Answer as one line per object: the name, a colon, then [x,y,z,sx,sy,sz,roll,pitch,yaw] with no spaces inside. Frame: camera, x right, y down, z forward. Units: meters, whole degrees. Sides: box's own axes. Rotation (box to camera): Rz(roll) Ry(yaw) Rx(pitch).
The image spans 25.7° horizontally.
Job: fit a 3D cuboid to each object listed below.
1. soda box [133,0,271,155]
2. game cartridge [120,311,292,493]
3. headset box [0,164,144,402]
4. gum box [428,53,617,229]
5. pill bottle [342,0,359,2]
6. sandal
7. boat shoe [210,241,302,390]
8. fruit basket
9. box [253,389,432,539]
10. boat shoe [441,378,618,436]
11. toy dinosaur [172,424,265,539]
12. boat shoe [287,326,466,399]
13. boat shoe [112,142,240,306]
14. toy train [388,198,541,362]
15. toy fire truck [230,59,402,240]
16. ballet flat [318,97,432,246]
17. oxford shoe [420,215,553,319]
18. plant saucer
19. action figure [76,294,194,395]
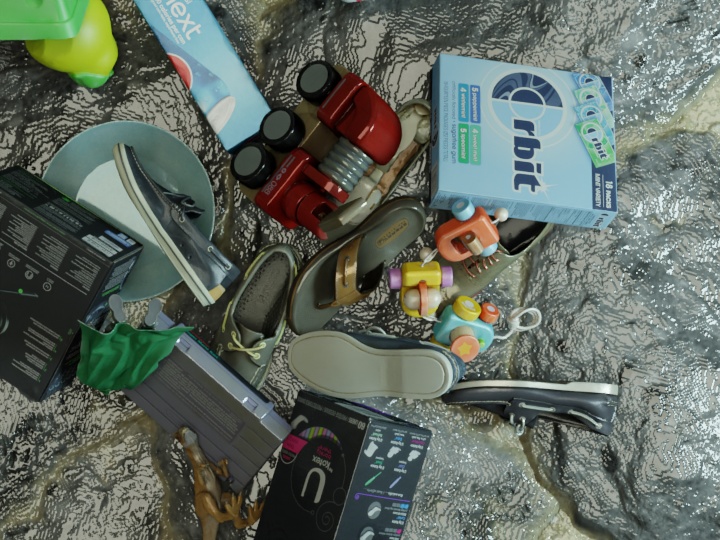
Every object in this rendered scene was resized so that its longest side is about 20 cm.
soda box: [-0.170,-0.230,1.755,0.068,0.064,0.200,-32,88,0]
game cartridge: [-0.175,0.142,1.726,0.200,0.038,0.130,41,130,3]
headset box: [-0.362,0.019,1.710,0.174,0.093,0.200,32,107,6]
gum box: [0.175,-0.140,1.709,0.199,0.045,0.170,7,65,-11]
pill bottle: [0.019,-0.355,1.730,0.199,0.111,0.111,-10,89,1]
sandal: [0.000,0.000,1.740,0.200,0.082,0.055,-38,44,-5]
boat shoe: [-0.121,0.063,1.752,0.072,0.060,0.202,22,90,1]
fruit basket: [-0.347,-0.291,1.718,0.155,0.216,0.216,1,89,1]
box: [-0.023,0.245,1.702,0.122,0.106,0.201,16,90,46]
boat shoe: [0.185,0.152,1.741,0.199,0.073,0.063,2,86,-4]
toy dinosaur: [-0.164,0.264,1.745,0.106,0.060,0.201,7,106,38]
boat shoe: [0.017,0.099,1.723,0.199,0.062,0.075,0,95,26]
boat shoe: [-0.201,-0.057,1.712,0.062,0.075,0.200,-34,94,-5]
toy train: [0.116,0.025,1.697,0.150,0.056,0.200,-23,126,11]
toy fire truck: [-0.024,-0.110,1.670,0.176,0.129,0.200,-51,54,1]
ballet flat: [0.015,-0.110,1.750,0.067,0.064,0.200,37,90,0]
oxford shoe: [0.131,-0.020,1.741,0.200,0.075,0.070,-41,90,1]
plant saucer: [-0.260,-0.066,1.767,0.200,0.039,0.202,0,89,0]
action figure: [-0.256,0.086,1.668,0.118,0.200,0.055,9,62,-17]
